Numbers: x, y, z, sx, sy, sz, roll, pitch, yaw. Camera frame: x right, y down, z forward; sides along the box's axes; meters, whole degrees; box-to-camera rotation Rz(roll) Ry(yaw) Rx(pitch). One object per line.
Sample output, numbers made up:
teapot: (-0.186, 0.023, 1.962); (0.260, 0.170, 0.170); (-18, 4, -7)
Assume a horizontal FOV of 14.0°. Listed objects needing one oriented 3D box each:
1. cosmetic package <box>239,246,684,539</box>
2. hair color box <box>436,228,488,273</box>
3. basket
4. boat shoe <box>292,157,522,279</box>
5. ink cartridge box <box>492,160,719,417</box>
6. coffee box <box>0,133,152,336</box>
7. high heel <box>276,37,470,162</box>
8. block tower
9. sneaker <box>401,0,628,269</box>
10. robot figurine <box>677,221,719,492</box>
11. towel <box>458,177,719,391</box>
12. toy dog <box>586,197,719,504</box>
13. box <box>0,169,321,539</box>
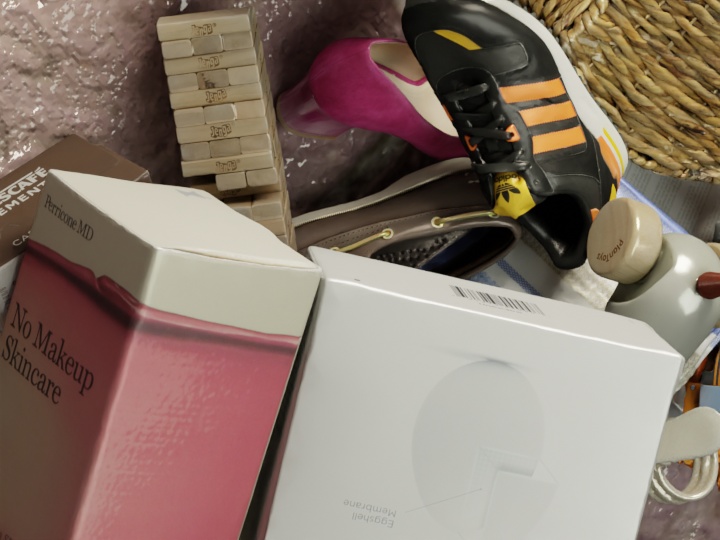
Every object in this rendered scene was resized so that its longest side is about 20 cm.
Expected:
cosmetic package: (0.048, 0.110, 1.593); (0.199, 0.123, 0.200); (13, 97, -7)
hair color box: (0.073, 0.066, 1.858); (0.111, 0.064, 0.200); (-50, 130, -13)
basket: (0.170, -0.159, 1.812); (0.143, 0.149, 0.200); (-47, 135, 11)
boat shoe: (0.000, 0.000, 1.746); (0.200, 0.060, 0.072); (-24, 133, -10)
ink cartridge box: (0.164, -0.020, 1.880); (0.200, 0.047, 0.160); (42, 57, -25)
coffee box: (-0.153, 0.040, 1.652); (0.114, 0.080, 0.200); (-34, 127, -23)
high heel: (0.053, -0.111, 1.738); (0.200, 0.096, 0.067); (4, 70, -33)
block tower: (-0.071, -0.054, 1.666); (0.054, 0.058, 0.200); (-8, 110, 3)
sneaker: (0.089, -0.080, 1.693); (0.200, 0.070, 0.090); (45, 46, -39)
robot figurine: (0.251, 0.038, 1.860); (0.145, 0.058, 0.200); (33, 68, -63)
towel: (0.124, 0.041, 1.775); (0.147, 0.024, 0.200); (42, 78, 3)
toy dog: (0.172, 0.060, 1.697); (0.132, 0.096, 0.200); (-3, 101, -23)
box: (-0.121, 0.063, 1.548); (0.109, 0.128, 0.200); (7, 106, -37)
